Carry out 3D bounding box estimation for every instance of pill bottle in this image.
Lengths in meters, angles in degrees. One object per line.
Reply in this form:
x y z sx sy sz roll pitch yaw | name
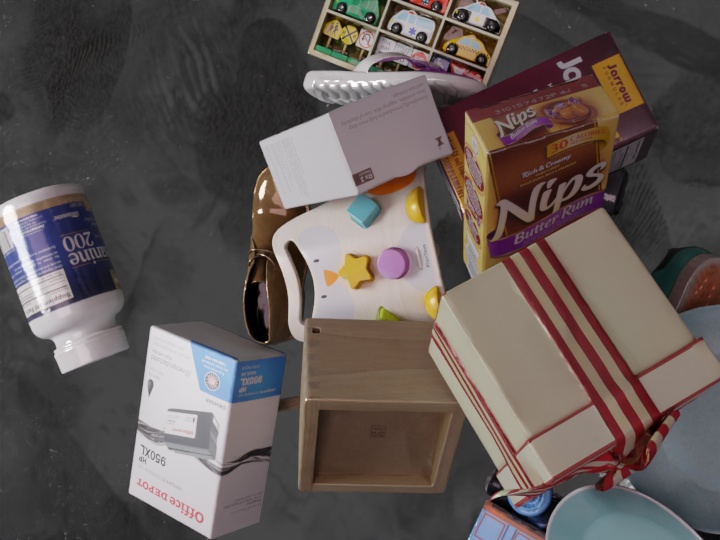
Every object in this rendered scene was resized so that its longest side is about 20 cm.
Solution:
-0.342 0.011 1.032 0.110 0.111 0.202 -21 90 15 | pill bottle

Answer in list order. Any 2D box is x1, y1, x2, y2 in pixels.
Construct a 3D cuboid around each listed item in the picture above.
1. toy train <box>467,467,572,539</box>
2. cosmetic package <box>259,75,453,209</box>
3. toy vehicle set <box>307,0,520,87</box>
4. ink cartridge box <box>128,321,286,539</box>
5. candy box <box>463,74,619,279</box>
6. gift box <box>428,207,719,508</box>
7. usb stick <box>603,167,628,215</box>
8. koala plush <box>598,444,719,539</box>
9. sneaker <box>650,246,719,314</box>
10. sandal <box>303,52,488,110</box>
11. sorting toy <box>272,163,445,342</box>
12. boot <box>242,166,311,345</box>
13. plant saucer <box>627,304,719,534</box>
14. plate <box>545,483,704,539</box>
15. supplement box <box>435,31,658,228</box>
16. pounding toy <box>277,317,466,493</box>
0.208 0.286 0.917 0.198 0.087 0.115 27 87 18 | toy train
-0.011 -0.121 0.874 0.112 0.199 0.082 -26 99 -24 | cosmetic package
0.055 -0.256 0.947 0.198 0.026 0.126 23 101 11 | toy vehicle set
-0.174 0.174 0.997 0.143 0.084 0.203 15 100 35 | ink cartridge box
0.152 -0.066 0.785 0.115 0.201 0.057 -17 52 -6 | candy box
0.160 0.096 0.742 0.199 0.185 0.188 -30 71 -6 | gift box
0.178 -0.106 0.926 0.198 0.033 0.056 18 94 13 | usb stick
0.344 0.209 0.868 0.200 0.183 0.178 39 95 29 | koala plush
0.291 0.066 0.889 0.071 0.080 0.201 32 95 -20 | sneaker
0.033 -0.200 0.907 0.200 0.082 0.051 6 85 21 | sandal
0.000 0.000 0.941 0.178 0.107 0.203 -12 92 13 | sorting toy
-0.096 -0.016 0.985 0.073 0.075 0.203 1 94 17 | boot
0.325 0.132 0.791 0.199 0.039 0.204 -15 64 32 | plant saucer
0.256 0.285 0.806 0.199 0.025 0.203 22 120 43 | plate
0.173 -0.130 0.870 0.198 0.086 0.111 -25 76 4 | supplement box
0.001 0.140 0.927 0.181 0.143 0.202 2 135 -5 | pounding toy
